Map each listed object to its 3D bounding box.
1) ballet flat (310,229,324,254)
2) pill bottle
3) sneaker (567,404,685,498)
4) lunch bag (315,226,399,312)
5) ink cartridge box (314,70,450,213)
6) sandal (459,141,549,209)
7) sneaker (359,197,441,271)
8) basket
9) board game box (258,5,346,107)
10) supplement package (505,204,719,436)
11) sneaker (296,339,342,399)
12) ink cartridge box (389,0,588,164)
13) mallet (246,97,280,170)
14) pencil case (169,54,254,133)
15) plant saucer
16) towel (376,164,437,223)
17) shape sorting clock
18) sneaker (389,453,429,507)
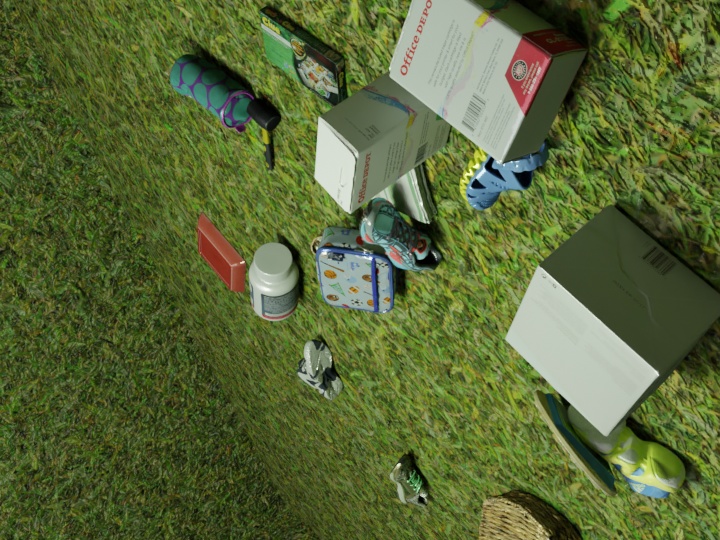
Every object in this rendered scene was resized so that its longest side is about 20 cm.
[{"bbox_3d":[-0.038,-0.042,1.815,0.200,0.065,0.071,4,126,61],"label":"ballet flat"},{"bbox_3d":[-0.205,0.024,2.169,0.120,0.119,0.200,45,156,20],"label":"pill bottle"},{"bbox_3d":[0.401,0.286,1.407,0.200,0.076,0.105,38,153,32],"label":"sneaker"},{"bbox_3d":[0.000,0.000,1.727,0.159,0.076,0.200,10,146,10],"label":"lunch bag"},{"bbox_3d":[0.035,-0.194,1.279,0.084,0.200,0.145,45,156,19],"label":"ink cartridge box"},{"bbox_3d":[0.193,-0.135,1.220,0.087,0.079,0.200,43,157,14],"label":"sandal"},{"bbox_3d":[0.076,-0.058,1.527,0.095,0.080,0.200,18,169,37],"label":"sneaker"},{"bbox_3d":[0.360,0.528,1.852,0.200,0.148,0.144,18,106,55],"label":"basket"},{"bbox_3d":[-0.097,-0.358,1.537,0.200,0.023,0.105,41,156,28],"label":"board game box"},{"bbox_3d":[0.318,0.067,1.162,0.191,0.147,0.200,45,156,20],"label":"supplement package"},{"bbox_3d":[-0.131,0.243,2.384,0.129,0.080,0.200,20,151,40],"label":"sneaker"},{"bbox_3d":[0.146,-0.248,1.083,0.200,0.083,0.146,43,133,25],"label":"ink cartridge box"},{"bbox_3d":[-0.197,-0.273,1.843,0.066,0.041,0.200,47,160,13],"label":"mallet"},{"bbox_3d":[-0.300,-0.363,1.849,0.200,0.085,0.093,38,137,34],"label":"pencil case"},{"bbox_3d":[-0.399,-0.041,2.567,0.200,0.037,0.200,48,158,15],"label":"plant saucer"},{"bbox_3d":[0.044,-0.170,1.531,0.200,0.031,0.150,31,146,49],"label":"towel"},{"bbox_3d":[0.339,0.274,1.447,0.200,0.039,0.200,44,-168,-12],"label":"shape sorting clock"},{"bbox_3d":[0.137,0.537,2.313,0.088,0.077,0.201,21,148,31],"label":"sneaker"}]
